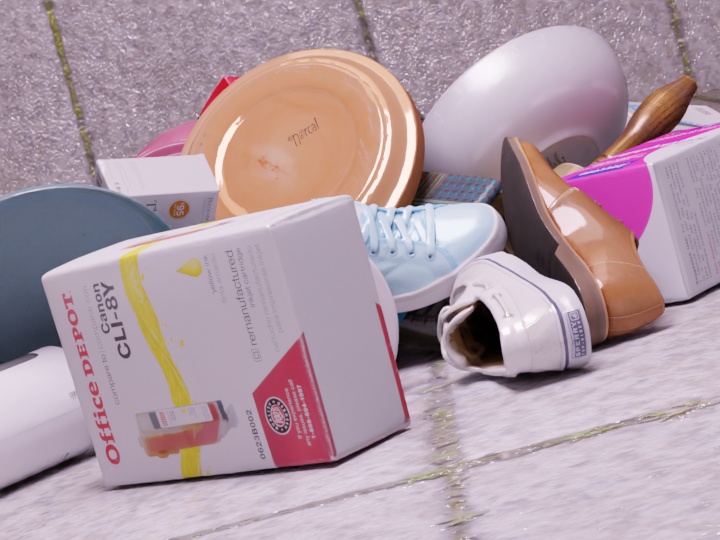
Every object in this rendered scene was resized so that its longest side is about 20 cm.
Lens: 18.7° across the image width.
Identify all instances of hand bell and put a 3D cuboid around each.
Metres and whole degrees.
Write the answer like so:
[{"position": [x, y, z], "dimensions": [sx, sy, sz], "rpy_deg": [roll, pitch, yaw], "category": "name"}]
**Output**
[{"position": [0.193, -0.084, 1.681], "dimensions": [0.200, 0.104, 0.104], "rpy_deg": [-46, 19, -23], "category": "hand bell"}]

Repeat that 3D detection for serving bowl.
[{"position": [0.136, -0.095, 1.729], "dimensions": [0.199, 0.066, 0.201], "rpy_deg": [-25, -34, -18], "category": "serving bowl"}]

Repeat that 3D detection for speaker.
[{"position": [-0.267, 0.116, 1.458], "dimensions": [0.081, 0.082, 0.200], "rpy_deg": [-10, 8, 40], "category": "speaker"}]

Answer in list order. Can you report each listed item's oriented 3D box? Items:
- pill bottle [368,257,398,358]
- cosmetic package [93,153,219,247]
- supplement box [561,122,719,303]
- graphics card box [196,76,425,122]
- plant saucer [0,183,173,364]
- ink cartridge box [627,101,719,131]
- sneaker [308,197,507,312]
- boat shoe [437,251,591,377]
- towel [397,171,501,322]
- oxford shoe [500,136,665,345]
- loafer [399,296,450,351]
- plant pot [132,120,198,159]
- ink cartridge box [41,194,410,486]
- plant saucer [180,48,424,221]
[{"position": [-0.081, 0.048, 1.464], "dimensions": [0.199, 0.114, 0.113], "rpy_deg": [-10, 7, 41], "category": "pill bottle"}, {"position": [-0.159, 0.011, 1.602], "dimensions": [0.082, 0.201, 0.051], "rpy_deg": [-6, 40, -23], "category": "cosmetic package"}, {"position": [0.233, -0.043, 1.587], "dimensions": [0.101, 0.104, 0.200], "rpy_deg": [-11, 9, 39], "category": "supplement box"}, {"position": [-0.018, -0.097, 1.755], "dimensions": [0.199, 0.126, 0.051], "rpy_deg": [-1, -45, -44], "category": "graphics card box"}, {"position": [-0.218, 0.015, 1.528], "dimensions": [0.199, 0.201, 0.027], "rpy_deg": [-16, 43, -9], "category": "plant saucer"}, {"position": [0.310, -0.102, 1.823], "dimensions": [0.175, 0.045, 0.200], "rpy_deg": [3, 12, -8], "category": "ink cartridge box"}, {"position": [0.000, -0.017, 1.512], "dimensions": [0.199, 0.074, 0.082], "rpy_deg": [-15, -39, 7], "category": "sneaker"}, {"position": [0.082, 0.035, 1.411], "dimensions": [0.069, 0.071, 0.200], "rpy_deg": [-13, 12, -14], "category": "boat shoe"}, {"position": [0.000, 0.000, 1.594], "dimensions": [0.146, 0.022, 0.200], "rpy_deg": [10, 52, 46], "category": "towel"}, {"position": [0.146, -0.022, 1.478], "dimensions": [0.071, 0.072, 0.200], "rpy_deg": [-11, 44, -14], "category": "oxford shoe"}, {"position": [0.025, 0.022, 1.627], "dimensions": [0.075, 0.070, 0.200], "rpy_deg": [-47, 36, -19], "category": "loafer"}, {"position": [-0.133, 0.001, 1.757], "dimensions": [0.199, 0.201, 0.179], "rpy_deg": [-12, 21, 24], "category": "plant pot"}, {"position": [-0.084, 0.046, 1.330], "dimensions": [0.199, 0.146, 0.083], "rpy_deg": [-11, 8, 40], "category": "ink cartridge box"}, {"position": [-0.050, -0.080, 1.625], "dimensions": [0.199, 0.201, 0.032], "rpy_deg": [-13, -31, 17], "category": "plant saucer"}]
